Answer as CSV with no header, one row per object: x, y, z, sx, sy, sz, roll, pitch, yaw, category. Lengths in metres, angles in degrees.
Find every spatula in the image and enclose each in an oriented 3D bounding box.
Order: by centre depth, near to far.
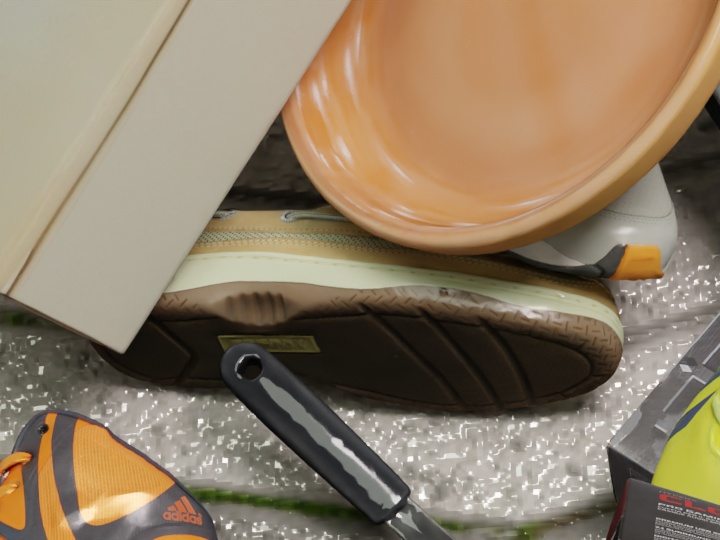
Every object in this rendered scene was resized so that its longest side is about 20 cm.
0.022,0.091,0.943,0.200,0.021,0.057,40,78,23,spatula

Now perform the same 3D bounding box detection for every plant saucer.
0.057,-0.098,0.946,0.200,0.037,0.200,-16,63,34,plant saucer

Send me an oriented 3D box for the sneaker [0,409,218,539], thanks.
-0.144,0.109,0.958,0.200,0.078,0.112,4,53,1,sneaker

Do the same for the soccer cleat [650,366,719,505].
0.152,0.020,0.853,0.200,0.084,0.065,-47,64,16,soccer cleat

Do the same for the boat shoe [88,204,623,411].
0.000,0.000,0.996,0.200,0.072,0.076,5,53,15,boat shoe

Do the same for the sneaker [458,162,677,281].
0.067,-0.079,0.990,0.076,0.092,0.200,4,38,-27,sneaker

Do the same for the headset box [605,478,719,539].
0.132,0.128,0.773,0.149,0.200,0.075,17,100,6,headset box

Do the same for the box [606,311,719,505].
0.209,0.063,0.923,0.200,0.048,0.158,31,68,28,box

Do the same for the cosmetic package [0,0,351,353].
-0.078,-0.084,0.975,0.104,0.073,0.200,34,93,46,cosmetic package

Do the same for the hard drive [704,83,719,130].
0.198,-0.067,0.963,0.140,0.033,0.200,-25,55,-5,hard drive
